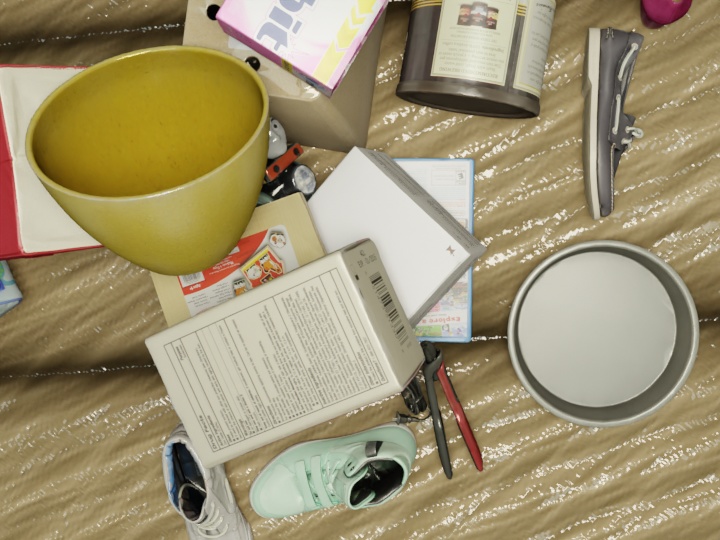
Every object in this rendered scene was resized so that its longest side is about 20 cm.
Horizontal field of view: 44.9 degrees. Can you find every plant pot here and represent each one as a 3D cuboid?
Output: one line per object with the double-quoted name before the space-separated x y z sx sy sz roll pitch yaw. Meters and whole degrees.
"plant pot" -0.085 -0.236 0.874 0.199 0.177 0.200 9 94 4
"plant pot" -0.168 -0.079 0.760 0.200 0.200 0.142 -1 138 5

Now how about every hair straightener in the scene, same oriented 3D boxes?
"hair straightener" 0.069 0.148 0.915 0.077 0.041 0.200 -18 126 7

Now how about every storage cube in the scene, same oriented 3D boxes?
"storage cube" -0.303 -0.101 0.864 0.180 0.200 0.171 -3 95 46

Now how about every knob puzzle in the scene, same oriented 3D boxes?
"knob puzzle" -0.098 0.045 0.851 0.219 0.030 0.220 2 99 14

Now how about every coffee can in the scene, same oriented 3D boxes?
"coffee can" 0.123 -0.263 0.871 0.146 0.146 0.200 10 94 4

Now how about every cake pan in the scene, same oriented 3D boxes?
"cake pan" 0.258 0.067 0.938 0.200 0.037 0.201 0 94 5

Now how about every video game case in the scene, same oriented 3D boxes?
"video game case" 0.052 -0.022 0.958 0.143 0.018 0.201 1 94 4

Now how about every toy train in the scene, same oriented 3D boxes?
"toy train" -0.132 -0.094 0.893 0.200 0.085 0.114 -11 119 46

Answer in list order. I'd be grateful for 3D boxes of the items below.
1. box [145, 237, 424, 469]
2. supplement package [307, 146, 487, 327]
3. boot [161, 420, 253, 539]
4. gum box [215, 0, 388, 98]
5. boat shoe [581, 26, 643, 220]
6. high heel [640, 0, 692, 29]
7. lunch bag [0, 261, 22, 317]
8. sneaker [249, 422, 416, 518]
"box" -0.063 0.071 0.773 0.200 0.109 0.128 -24 92 17
"supplement package" 0.000 0.000 0.894 0.156 0.111 0.200 44 104 9
"boot" -0.174 0.266 0.957 0.073 0.096 0.200 -17 93 6
"gum box" -0.022 -0.266 0.746 0.113 0.066 0.200 31 92 -5
"boat shoe" 0.264 -0.153 0.906 0.063 0.073 0.201 0 89 8
"high heel" 0.305 -0.348 0.875 0.067 0.096 0.200 -9 93 5
"lunch bag" -0.466 0.043 0.904 0.161 0.200 0.083 -25 90 30
"sneaker" -0.037 0.225 0.933 0.200 0.118 0.074 -23 94 7
